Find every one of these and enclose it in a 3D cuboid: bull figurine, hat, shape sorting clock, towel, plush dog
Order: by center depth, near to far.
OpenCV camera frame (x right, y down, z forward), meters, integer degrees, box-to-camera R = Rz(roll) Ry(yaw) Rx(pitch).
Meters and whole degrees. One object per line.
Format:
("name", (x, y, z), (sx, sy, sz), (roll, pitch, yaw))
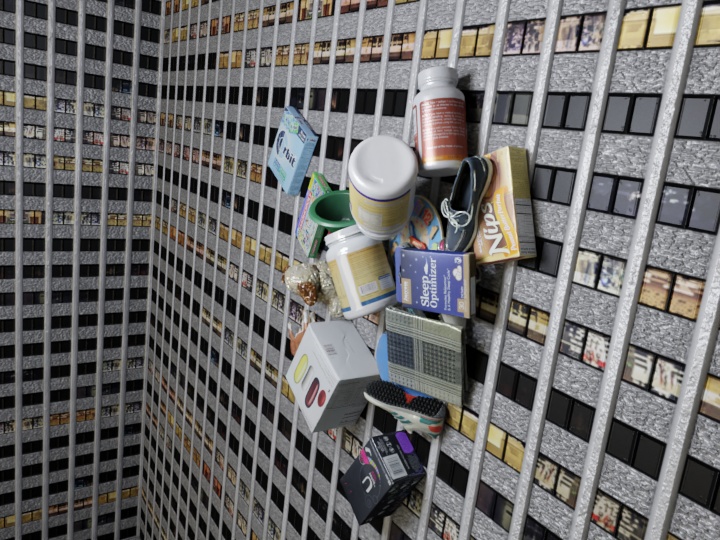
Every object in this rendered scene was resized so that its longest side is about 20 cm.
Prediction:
("towel", (0.140, 0.180, 1.264), (0.196, 0.034, 0.198), (15, 120, 35))
("shape sorting clock", (0.122, -0.068, 1.354), (0.198, 0.038, 0.207), (2, 92, 55))
("hat", (-0.046, -0.095, 1.552), (0.202, 0.160, 0.180), (-73, -16, -53))
("plush dog", (-0.121, 0.027, 1.590), (0.199, 0.168, 0.166), (29, 114, 51))
("bull figurine", (-0.153, 0.189, 1.734), (0.199, 0.064, 0.125), (-34, 60, 48))

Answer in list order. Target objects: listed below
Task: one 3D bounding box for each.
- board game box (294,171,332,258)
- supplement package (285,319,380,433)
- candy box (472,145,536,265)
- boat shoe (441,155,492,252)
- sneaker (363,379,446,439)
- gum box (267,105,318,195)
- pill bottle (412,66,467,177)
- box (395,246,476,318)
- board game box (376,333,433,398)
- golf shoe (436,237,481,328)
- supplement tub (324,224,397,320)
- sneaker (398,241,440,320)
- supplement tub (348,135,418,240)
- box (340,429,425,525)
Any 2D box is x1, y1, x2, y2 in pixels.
("board game box", (-0.133, -0.159, 1.708), (0.135, 0.028, 0.204), (57, 135, 47))
("supplement package", (-0.074, 0.273, 1.553), (0.193, 0.144, 0.203), (55, 131, 38))
("candy box", (0.266, -0.119, 1.132), (0.114, 0.054, 0.207), (-12, 81, 56))
("boat shoe", (0.195, -0.119, 1.138), (0.075, 0.060, 0.204), (47, 132, 41))
("sneaker", (0.094, 0.320, 1.332), (0.194, 0.070, 0.096), (15, 122, 20))
("gum box", (-0.210, -0.364, 1.812), (0.171, 0.044, 0.203), (56, 133, 38))
("pill bottle", (0.164, -0.304, 1.224), (0.111, 0.110, 0.207), (-4, 88, 54))
("box", (0.140, 0.020, 1.194), (0.196, 0.032, 0.125), (7, 104, 42))
("board game box", (0.126, 0.206, 1.341), (0.196, 0.039, 0.163), (-13, 96, 37))
("golf shoe", (0.202, 0.032, 1.217), (0.087, 0.076, 0.207), (-5, 88, 46))
("supplement tub", (0.000, 0.000, 1.411), (0.143, 0.142, 0.206), (-18, 90, 53))
("sneaker", (0.114, 0.040, 1.308), (0.079, 0.074, 0.206), (-13, 96, 57))
("supplement tub", (0.046, -0.169, 1.261), (0.201, 0.141, 0.149), (90, 161, -63))
("box", (0.049, 0.494, 1.420), (0.124, 0.104, 0.203), (59, 135, 35))
